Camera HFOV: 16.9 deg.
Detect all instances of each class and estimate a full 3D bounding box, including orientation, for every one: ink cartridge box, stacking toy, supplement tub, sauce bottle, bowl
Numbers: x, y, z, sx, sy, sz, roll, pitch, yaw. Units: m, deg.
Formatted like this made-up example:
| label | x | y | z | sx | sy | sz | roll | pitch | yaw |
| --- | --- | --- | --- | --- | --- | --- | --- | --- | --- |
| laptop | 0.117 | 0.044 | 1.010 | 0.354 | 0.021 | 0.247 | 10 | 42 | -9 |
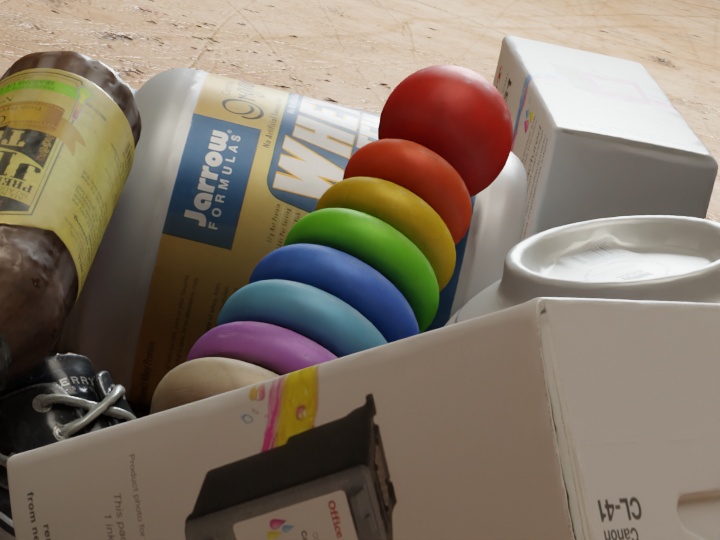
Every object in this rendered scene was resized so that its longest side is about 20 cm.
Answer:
| label | x | y | z | sx | sy | sz | roll | pitch | yaw |
| --- | --- | --- | --- | --- | --- | --- | --- | --- | --- |
| ink cartridge box | 0.017 | 0.071 | 0.719 | 0.199 | 0.086 | 0.147 | -19 | -12 | 34 |
| stacking toy | 0.000 | 0.000 | 0.923 | 0.085 | 0.086 | 0.201 | 19 | 54 | 17 |
| supplement tub | -0.039 | -0.004 | 1.037 | 0.198 | 0.146 | 0.145 | 13 | 16 | -2 |
| sauce bottle | -0.129 | -0.005 | 0.877 | 0.064 | 0.065 | 0.201 | 14 | 37 | -1 |
| ink cartridge box | 0.106 | -0.022 | 1.222 | 0.084 | 0.146 | 0.200 | 11 | 17 | -6 |
| bowl | 0.099 | 0.037 | 0.872 | 0.199 | 0.095 | 0.201 | -5 | 16 | 1 |

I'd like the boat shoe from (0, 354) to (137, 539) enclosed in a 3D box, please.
| label | x | y | z | sx | sy | sz | roll | pitch | yaw |
| --- | --- | --- | --- | --- | --- | --- | --- | --- | --- |
| boat shoe | -0.111 | 0.065 | 0.885 | 0.071 | 0.068 | 0.200 | -1 | 22 | -42 |
